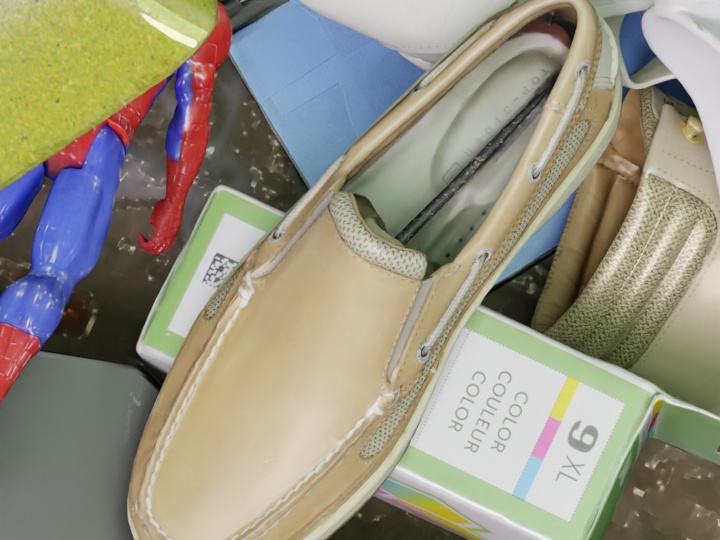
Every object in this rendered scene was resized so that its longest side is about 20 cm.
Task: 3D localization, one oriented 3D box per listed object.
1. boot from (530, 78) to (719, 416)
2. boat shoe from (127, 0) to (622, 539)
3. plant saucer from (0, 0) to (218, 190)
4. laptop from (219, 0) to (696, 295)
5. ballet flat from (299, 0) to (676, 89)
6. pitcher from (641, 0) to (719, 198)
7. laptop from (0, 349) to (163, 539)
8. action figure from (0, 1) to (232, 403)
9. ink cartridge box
[{"bbox_3d":[0.159,-0.030,0.920,0.155,0.073,0.201,30,89,-11],"label":"boot"},{"bbox_3d":[0.000,0.000,0.789,0.071,0.076,0.200,33,82,9],"label":"boat shoe"},{"bbox_3d":[-0.129,-0.098,0.805,0.200,0.200,0.048,-32,132,29],"label":"plant saucer"},{"bbox_3d":[0.045,-0.114,0.899,0.187,0.200,0.116,-32,56,-8],"label":"laptop"},{"bbox_3d":[0.069,-0.085,0.877,0.199,0.069,0.070,-12,87,-21],"label":"ballet flat"},{"bbox_3d":[0.169,-0.108,0.830,0.200,0.121,0.172,-37,113,-8],"label":"pitcher"},{"bbox_3d":[-0.173,0.103,0.859,0.103,0.199,0.178,14,82,-43],"label":"laptop"},{"bbox_3d":[-0.090,-0.017,0.830,0.065,0.099,0.201,23,64,6],"label":"action figure"},{"bbox_3d":[0.036,0.049,0.869,0.199,0.104,0.060,24,81,8],"label":"ink cartridge box"}]
